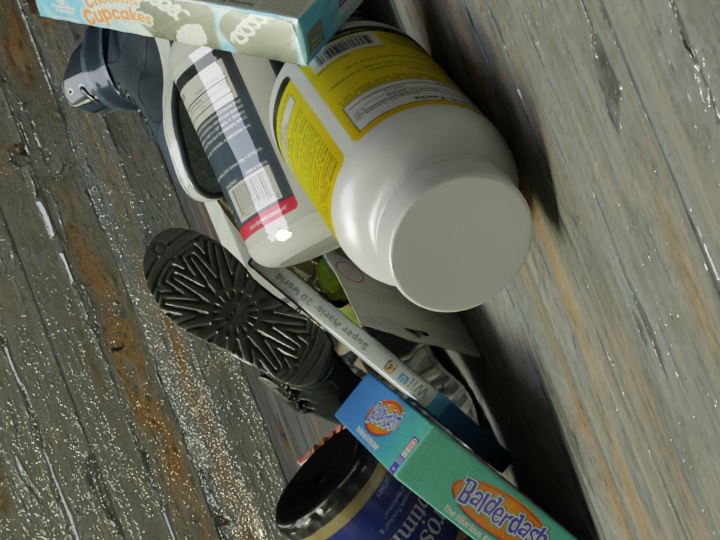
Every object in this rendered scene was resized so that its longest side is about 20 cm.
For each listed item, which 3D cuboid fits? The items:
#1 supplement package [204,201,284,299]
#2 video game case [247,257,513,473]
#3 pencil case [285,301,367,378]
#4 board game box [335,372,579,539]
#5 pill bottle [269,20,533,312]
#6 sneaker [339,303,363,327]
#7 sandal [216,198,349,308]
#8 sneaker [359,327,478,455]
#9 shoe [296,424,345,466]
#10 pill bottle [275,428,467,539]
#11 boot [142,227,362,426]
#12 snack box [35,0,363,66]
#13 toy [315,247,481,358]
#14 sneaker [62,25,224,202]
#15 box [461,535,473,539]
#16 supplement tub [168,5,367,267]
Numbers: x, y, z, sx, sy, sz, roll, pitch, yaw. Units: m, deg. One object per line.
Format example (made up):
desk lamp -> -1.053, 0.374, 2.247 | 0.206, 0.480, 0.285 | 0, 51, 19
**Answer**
supplement package -> -0.084, -0.089, 1.658 | 0.117, 0.117, 0.201 | 96, 152, -72
video game case -> 0.015, 0.066, 1.355 | 0.200, 0.018, 0.143 | 38, 177, 32
pencil case -> -0.016, 0.055, 1.657 | 0.200, 0.089, 0.078 | -160, 65, -78
board game box -> 0.070, 0.147, 1.282 | 0.152, 0.045, 0.200 | 40, 178, -14
pill bottle -> 0.024, -0.060, 1.087 | 0.200, 0.112, 0.113 | -123, 15, -56
sneaker -> -0.017, -0.052, 1.526 | 0.201, 0.078, 0.090 | 68, 157, 0
sandal -> -0.065, -0.050, 1.481 | 0.200, 0.055, 0.082 | 40, 161, 28
sneaker -> 0.058, 0.119, 1.478 | 0.082, 0.074, 0.200 | 60, -173, -41
shoe -> -0.009, 0.164, 1.597 | 0.200, 0.091, 0.072 | 72, 177, -64
pill bottle -> 0.036, 0.227, 1.499 | 0.200, 0.112, 0.112 | 44, 177, -15
boot -> -0.077, 0.047, 1.416 | 0.165, 0.066, 0.200 | 39, 178, 13
snack box -> -0.094, -0.189, 1.165 | 0.199, 0.116, 0.037 | 14, 136, 26
toy -> 0.000, 0.000, 1.382 | 0.047, 0.115, 0.200 | -53, 41, 26
sneaker -> -0.164, -0.127, 1.468 | 0.146, 0.077, 0.203 | -30, 64, 42
box -> 0.133, 0.301, 1.312 | 0.200, 0.043, 0.160 | 57, 179, -31
supplement tub -> -0.046, -0.116, 1.271 | 0.140, 0.140, 0.201 | 134, 113, -80
